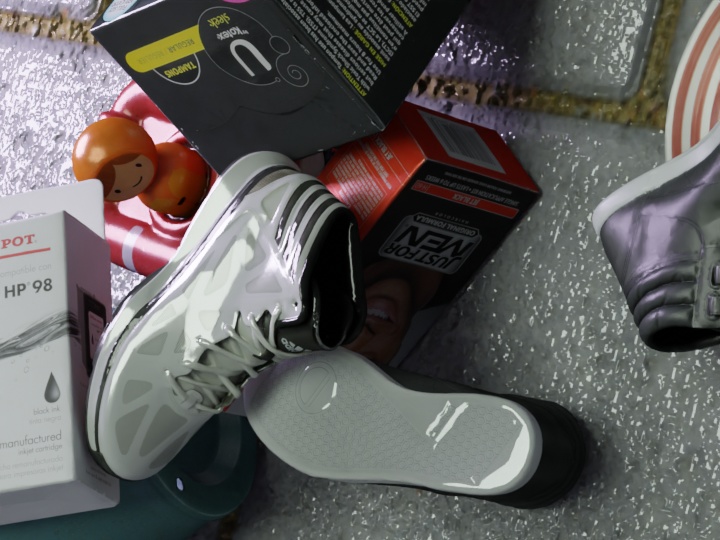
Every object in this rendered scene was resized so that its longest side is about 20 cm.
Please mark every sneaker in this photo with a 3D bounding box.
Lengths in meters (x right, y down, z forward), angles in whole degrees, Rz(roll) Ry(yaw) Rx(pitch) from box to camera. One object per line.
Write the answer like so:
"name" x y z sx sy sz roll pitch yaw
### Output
"sneaker" 0.033 0.091 1.463 0.200 0.099 0.071 11 84 35
"sneaker" -0.070 0.038 1.437 0.115 0.076 0.201 33 93 52
"sneaker" 0.202 -0.026 1.331 0.200 0.071 0.099 -36 56 41

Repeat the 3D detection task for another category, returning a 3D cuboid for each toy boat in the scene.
"toy boat" -0.118 -0.057 1.619 0.200 0.131 0.131 19 93 46

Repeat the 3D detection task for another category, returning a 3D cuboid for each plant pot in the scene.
"plant pot" -0.173 0.107 1.627 0.188 0.200 0.201 -19 65 28

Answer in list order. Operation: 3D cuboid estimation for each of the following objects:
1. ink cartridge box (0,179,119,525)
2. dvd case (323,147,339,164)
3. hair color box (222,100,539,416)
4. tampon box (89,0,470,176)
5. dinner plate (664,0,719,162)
"ink cartridge box" -0.205 0.040 1.525 0.116 0.067 0.201 -11 70 17
"dvd case" -0.067 -0.053 1.677 0.146 0.022 0.201 -2 78 45
"hair color box" 0.000 0.000 1.535 0.200 0.101 0.061 -51 49 24
"tampon box" -0.025 -0.172 1.511 0.150 0.126 0.200 -17 32 49
"dinner plate" 0.240 -0.081 1.370 0.200 0.024 0.201 -16 66 42
